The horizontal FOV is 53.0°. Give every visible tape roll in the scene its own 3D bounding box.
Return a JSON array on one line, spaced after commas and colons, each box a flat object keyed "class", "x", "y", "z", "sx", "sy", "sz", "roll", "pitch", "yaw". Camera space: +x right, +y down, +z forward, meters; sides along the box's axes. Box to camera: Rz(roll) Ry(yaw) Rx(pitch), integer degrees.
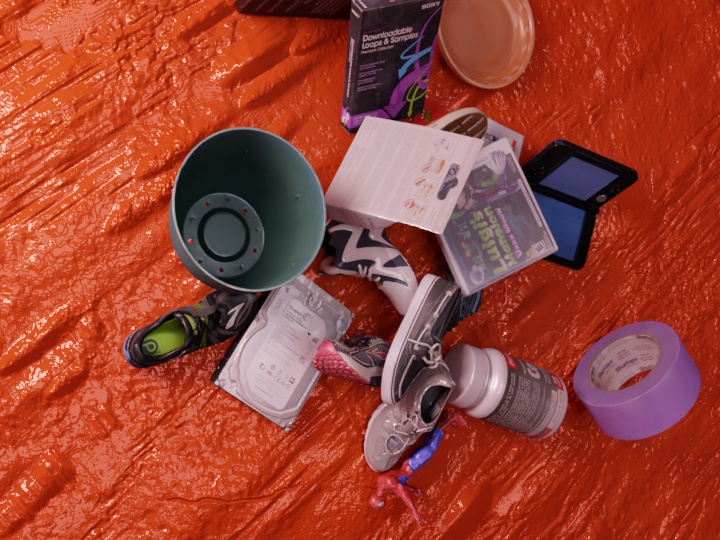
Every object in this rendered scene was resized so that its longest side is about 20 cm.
[{"class": "tape roll", "x": 0.478, "y": 0.189, "z": 1.258, "sx": 0.200, "sy": 0.199, "sz": 0.085, "roll": -46, "pitch": 108, "yaw": -18}]

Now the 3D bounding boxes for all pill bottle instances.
[{"class": "pill bottle", "x": 0.233, "y": 0.196, "z": 1.186, "sx": 0.196, "sy": 0.113, "sz": 0.117, "roll": 23, "pitch": 81, "yaw": -25}]

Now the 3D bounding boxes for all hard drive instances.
[{"class": "hard drive", "x": -0.111, "y": 0.112, "z": 1.060, "sx": 0.139, "sy": 0.038, "sz": 0.203, "roll": 38, "pitch": 74, "yaw": -22}]

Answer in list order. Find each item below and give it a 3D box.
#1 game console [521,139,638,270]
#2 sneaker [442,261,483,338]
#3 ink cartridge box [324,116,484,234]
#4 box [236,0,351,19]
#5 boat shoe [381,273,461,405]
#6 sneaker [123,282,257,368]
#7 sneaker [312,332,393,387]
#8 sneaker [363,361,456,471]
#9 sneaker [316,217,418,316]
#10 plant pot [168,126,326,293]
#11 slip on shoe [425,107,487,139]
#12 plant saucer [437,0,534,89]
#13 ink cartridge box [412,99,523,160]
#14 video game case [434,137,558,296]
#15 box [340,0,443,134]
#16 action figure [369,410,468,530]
[{"class": "game console", "x": 0.363, "y": -0.109, "z": 1.248, "sx": 0.196, "sy": 0.170, "sz": 0.121, "roll": 14, "pitch": 58, "yaw": -25}, {"class": "sneaker", "x": 0.155, "y": 0.059, "z": 1.169, "sx": 0.081, "sy": 0.073, "sz": 0.203, "roll": 37, "pitch": 76, "yaw": -22}, {"class": "ink cartridge box", "x": 0.062, "y": -0.130, "z": 1.029, "sx": 0.163, "sy": 0.196, "sz": 0.047, "roll": -63, "pitch": 151, "yaw": -19}, {"class": "box", "x": -0.067, "y": -0.458, "z": 1.000, "sx": 0.195, "sy": 0.163, "sz": 0.171, "roll": -7, "pitch": 94, "yaw": -25}, {"class": "boat shoe", "x": 0.093, "y": 0.109, "z": 1.065, "sx": 0.203, "sy": 0.067, "sz": 0.074, "roll": -64, "pitch": 152, "yaw": -13}, {"class": "sneaker", "x": -0.222, "y": 0.078, "z": 0.978, "sx": 0.196, "sy": 0.082, "sz": 0.072, "roll": -25, "pitch": 96, "yaw": -24}, {"class": "sneaker", "x": -0.003, "y": 0.127, "z": 1.069, "sx": 0.199, "sy": 0.079, "sz": 0.077, "roll": 27, "pitch": 71, "yaw": -58}, {"class": "sneaker", "x": 0.074, "y": 0.228, "z": 1.115, "sx": 0.074, "sy": 0.082, "sz": 0.203, "roll": 30, "pitch": 95, "yaw": -23}, {"class": "sneaker", "x": 0.000, "y": 0.000, "z": 1.089, "sx": 0.128, "sy": 0.079, "sz": 0.203, "roll": -30, "pitch": 104, "yaw": -20}, {"class": "plant pot", "x": -0.162, "y": -0.064, "z": 0.954, "sx": 0.196, "sy": 0.160, "sz": 0.207, "roll": 4, "pitch": 79, "yaw": -23}, {"class": "slip on shoe", "x": 0.107, "y": -0.199, "z": 1.129, "sx": 0.198, "sy": 0.061, "sz": 0.077, "roll": -34, "pitch": 135, "yaw": -7}, {"class": "plant saucer", "x": 0.203, "y": -0.403, "z": 1.204, "sx": 0.195, "sy": 0.037, "sz": 0.206, "roll": 0, "pitch": 91, "yaw": -25}, {"class": "ink cartridge box", "x": 0.168, "y": -0.178, "z": 1.184, "sx": 0.196, "sy": 0.050, "sz": 0.167, "roll": 19, "pitch": 82, "yaw": -28}, {"class": "video game case", "x": 0.199, "y": -0.088, "z": 1.151, "sx": 0.178, "sy": 0.023, "sz": 0.204, "roll": -24, "pitch": 86, "yaw": -14}, {"class": "box", "x": 0.044, "y": -0.307, "z": 1.060, "sx": 0.140, "sy": 0.036, "sz": 0.203, "roll": -21, "pitch": 142, "yaw": -24}, {"class": "action figure", "x": 0.102, "y": 0.325, "z": 1.147, "sx": 0.198, "sy": 0.065, "sz": 0.100, "roll": -36, "pitch": 89, "yaw": -20}]
